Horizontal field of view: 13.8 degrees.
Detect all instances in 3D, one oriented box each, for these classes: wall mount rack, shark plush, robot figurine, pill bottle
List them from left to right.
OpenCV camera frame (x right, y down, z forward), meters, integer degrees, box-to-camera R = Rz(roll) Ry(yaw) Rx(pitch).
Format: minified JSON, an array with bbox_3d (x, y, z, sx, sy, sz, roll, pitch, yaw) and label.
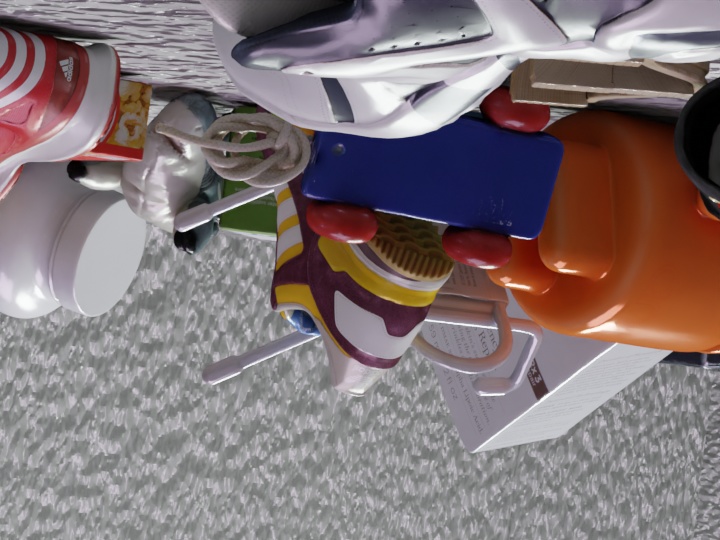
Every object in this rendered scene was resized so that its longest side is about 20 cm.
[{"bbox_3d":[-0.236,-0.040,1.839,0.200,0.113,0.112,21,-176,24],"label":"pill bottle"},{"bbox_3d":[-0.088,-0.058,1.780,0.091,0.083,0.200,33,-175,23],"label":"shark plush"},{"bbox_3d":[0.000,0.000,1.578,0.173,0.075,0.200,7,-139,-20],"label":"wall mount rack"},{"bbox_3d":[0.150,-0.018,1.518,0.200,0.144,0.117,9,-145,-40],"label":"robot figurine"}]

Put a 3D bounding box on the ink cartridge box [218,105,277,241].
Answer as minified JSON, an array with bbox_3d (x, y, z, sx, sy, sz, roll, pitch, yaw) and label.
[{"bbox_3d":[0.012,-0.045,1.811,0.148,0.076,0.200,7,177,12],"label":"ink cartridge box"}]

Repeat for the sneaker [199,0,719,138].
[{"bbox_3d":[-0.007,-0.081,0.730,0.129,0.080,0.199,10,177,-37],"label":"sneaker"}]

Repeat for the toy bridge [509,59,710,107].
[{"bbox_3d":[0.098,-0.081,1.125,0.067,0.027,0.200,5,178,-2],"label":"toy bridge"}]

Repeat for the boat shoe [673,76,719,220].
[{"bbox_3d":[0.212,-0.043,1.076,0.201,0.074,0.063,0,166,29],"label":"boat shoe"}]

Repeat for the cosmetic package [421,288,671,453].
[{"bbox_3d":[0.120,0.021,1.713,0.074,0.102,0.200,-9,159,-32],"label":"cosmetic package"}]

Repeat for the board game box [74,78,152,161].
[{"bbox_3d":[-0.239,-0.097,1.657,0.200,0.046,0.151,8,178,-29],"label":"board game box"}]

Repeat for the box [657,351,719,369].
[{"bbox_3d":[0.203,0.000,1.789,0.148,0.105,0.200,0,-178,-33],"label":"box"}]

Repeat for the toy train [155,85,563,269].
[{"bbox_3d":[-0.016,-0.067,1.408,0.200,0.085,0.116,10,-168,-22],"label":"toy train"}]

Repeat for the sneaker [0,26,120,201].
[{"bbox_3d":[-0.218,-0.082,1.493,0.115,0.078,0.200,21,146,-34],"label":"sneaker"}]

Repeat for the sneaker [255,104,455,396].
[{"bbox_3d":[-0.021,-0.020,1.504,0.075,0.090,0.200,18,-156,-26],"label":"sneaker"}]
